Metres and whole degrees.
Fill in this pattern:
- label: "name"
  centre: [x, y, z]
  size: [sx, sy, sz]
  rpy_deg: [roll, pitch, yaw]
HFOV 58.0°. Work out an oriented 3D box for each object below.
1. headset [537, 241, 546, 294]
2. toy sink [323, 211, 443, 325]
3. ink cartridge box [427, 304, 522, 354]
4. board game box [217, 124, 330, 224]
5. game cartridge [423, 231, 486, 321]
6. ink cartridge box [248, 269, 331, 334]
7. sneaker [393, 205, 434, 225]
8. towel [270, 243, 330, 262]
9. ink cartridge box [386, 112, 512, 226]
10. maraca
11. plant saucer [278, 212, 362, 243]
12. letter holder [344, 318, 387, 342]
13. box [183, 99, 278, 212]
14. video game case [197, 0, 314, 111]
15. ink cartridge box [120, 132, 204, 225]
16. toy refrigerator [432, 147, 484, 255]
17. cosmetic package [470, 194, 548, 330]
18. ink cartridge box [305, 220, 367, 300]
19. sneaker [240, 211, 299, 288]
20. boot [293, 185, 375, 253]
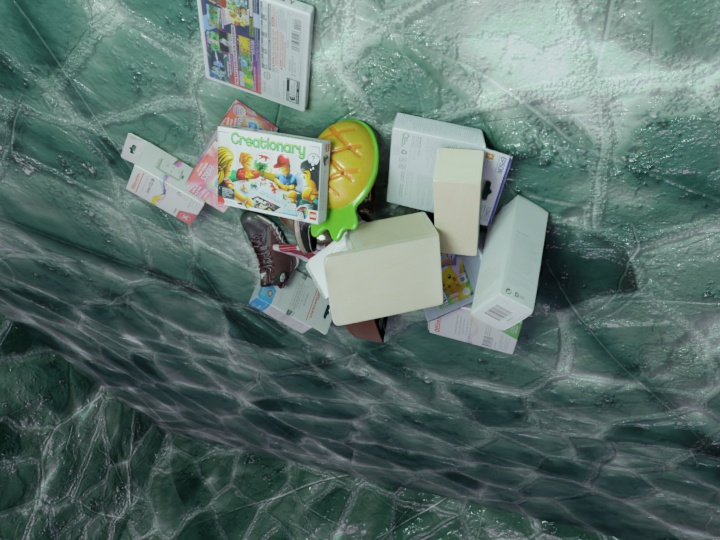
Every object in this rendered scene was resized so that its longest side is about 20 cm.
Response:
- label: "headset"
  centre: [0.292, 0.013, 1.216]
  size: [0.091, 0.126, 0.201]
  rpy_deg: [17, 158, 7]
- label: "toy sink"
  centre: [0.033, -0.006, 1.110]
  size: [0.194, 0.113, 0.134]
  rpy_deg: [-12, 118, -6]
- label: "ink cartridge box"
  centre: [0.248, 0.089, 1.398]
  size: [0.194, 0.089, 0.147]
  rpy_deg: [12, 148, 12]
- label: "board game box"
  centre: [-0.144, -0.158, 1.054]
  size: [0.195, 0.035, 0.130]
  rpy_deg: [12, 111, 21]
- label: "game cartridge"
  centre: [0.179, 0.007, 1.271]
  size: [0.040, 0.137, 0.198]
  rpy_deg: [-6, 163, -42]
- label: "ink cartridge box"
  centre: [-0.161, 0.072, 1.592]
  size: [0.197, 0.118, 0.066]
  rpy_deg: [31, 149, -19]
- label: "sneaker"
  centre: [0.128, -0.024, 1.237]
  size: [0.111, 0.076, 0.205]
  rpy_deg: [5, 114, 28]
- label: "towel"
  centre: [-0.076, -0.036, 1.395]
  size: [0.195, 0.024, 0.143]
  rpy_deg: [1, 172, 28]
- label: "ink cartridge box"
  centre: [0.144, -0.165, 1.093]
  size: [0.194, 0.041, 0.201]
  rpy_deg: [15, 151, 7]
- label: "maraca"
  centre: [-0.035, -0.152, 1.079]
  size: [0.134, 0.206, 0.106]
  rpy_deg: [12, 177, 34]
- label: "plant saucer"
  centre: [-0.080, -0.118, 1.316]
  size: [0.194, 0.035, 0.202]
  rpy_deg: [14, 150, 8]
- label: "letter holder"
  centre: [-0.018, 0.073, 1.489]
  size: [0.138, 0.103, 0.201]
  rpy_deg: [7, 155, 14]
- label: "box"
  centre: [-0.243, -0.206, 1.203]
  size: [0.093, 0.105, 0.199]
  rpy_deg: [30, 148, -19]
- label: "video game case"
  centre: [-0.161, -0.348, 1.002]
  size: [0.177, 0.023, 0.201]
  rpy_deg: [19, 151, 2]
- label: "ink cartridge box"
  centre: [-0.420, -0.191, 1.371]
  size: [0.197, 0.069, 0.116]
  rpy_deg: [30, 149, -17]
- label: "toy refrigerator"
  centre: [0.161, -0.110, 1.066]
  size: [0.073, 0.072, 0.202]
  rpy_deg: [5, 151, 12]
- label: "cosmetic package"
  centre: [0.256, -0.013, 1.109]
  size: [0.073, 0.204, 0.102]
  rpy_deg: [25, 152, -11]
- label: "ink cartridge box"
  centre: [0.000, 0.000, 1.276]
  size: [0.145, 0.085, 0.199]
  rpy_deg: [-37, 159, 10]
- label: "sneaker"
  centre: [-0.212, -0.032, 1.454]
  size: [0.074, 0.118, 0.200]
  rpy_deg: [-4, 143, 35]
- label: "boot"
  centre: [-0.048, -0.119, 1.199]
  size: [0.146, 0.074, 0.205]
  rpy_deg: [4, 119, 6]
